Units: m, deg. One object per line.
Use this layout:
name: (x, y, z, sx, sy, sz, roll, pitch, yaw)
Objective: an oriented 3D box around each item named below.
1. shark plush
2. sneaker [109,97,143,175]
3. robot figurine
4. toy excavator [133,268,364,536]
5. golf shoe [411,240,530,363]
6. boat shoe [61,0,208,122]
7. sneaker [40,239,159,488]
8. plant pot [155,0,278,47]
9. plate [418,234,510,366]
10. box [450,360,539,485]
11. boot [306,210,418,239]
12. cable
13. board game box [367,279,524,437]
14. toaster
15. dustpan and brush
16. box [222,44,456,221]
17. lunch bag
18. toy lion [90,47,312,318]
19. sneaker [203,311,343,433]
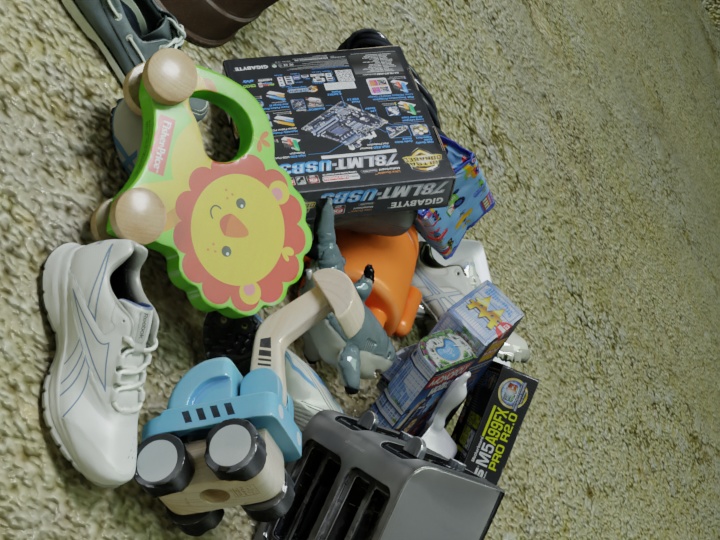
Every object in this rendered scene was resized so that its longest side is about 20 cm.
shark plush: (-0.020, 0.021, 1.193, 0.083, 0.091, 0.202, -26, 110, -23)
sneaker: (-0.158, -0.071, 1.117, 0.072, 0.072, 0.202, -38, 112, -29)
robot figurine: (-0.001, -0.001, 1.323, 0.201, 0.142, 0.118, -72, 174, -46)
toy excavator: (-0.090, 0.101, 1.043, 0.100, 0.192, 0.202, 63, 19, -52)
golf shoe: (0.119, 0.035, 1.430, 0.098, 0.199, 0.078, -64, 155, 6)
boat shoe: (-0.196, -0.212, 1.145, 0.200, 0.061, 0.073, 50, 36, -35)
sneaker: (-0.199, 0.068, 0.968, 0.074, 0.086, 0.203, 10, 67, -59)
plant pot: (-0.106, -0.354, 1.241, 0.200, 0.196, 0.203, 34, 48, -48)
plate: (0.128, 0.056, 1.604, 0.199, 0.032, 0.202, 5, 70, -59)
box: (0.135, 0.182, 1.364, 0.200, 0.044, 0.162, 100, 14, -88)
boot: (-0.049, -0.041, 1.222, 0.132, 0.197, 0.070, -72, 172, -47)
cable: (0.038, -0.196, 1.468, 0.051, 0.163, 0.201, -36, 126, -15)
board game box: (0.078, 0.107, 1.319, 0.062, 0.201, 0.199, 43, 23, 19)
toaster: (0.007, 0.237, 1.096, 0.118, 0.180, 0.202, 28, 86, -32)
dustpan and brush: (0.071, 0.187, 1.308, 0.057, 0.200, 0.139, 44, 30, 6)
box: (-0.026, -0.139, 1.237, 0.050, 0.197, 0.200, 102, -25, -49)
lunch bag: (0.043, -0.126, 1.403, 0.200, 0.094, 0.151, 40, -4, 23)
toy lion: (-0.125, -0.067, 1.072, 0.190, 0.068, 0.203, 18, 73, -29)
sneaker: (-0.084, 0.101, 1.169, 0.201, 0.071, 0.073, 54, 11, -28)
